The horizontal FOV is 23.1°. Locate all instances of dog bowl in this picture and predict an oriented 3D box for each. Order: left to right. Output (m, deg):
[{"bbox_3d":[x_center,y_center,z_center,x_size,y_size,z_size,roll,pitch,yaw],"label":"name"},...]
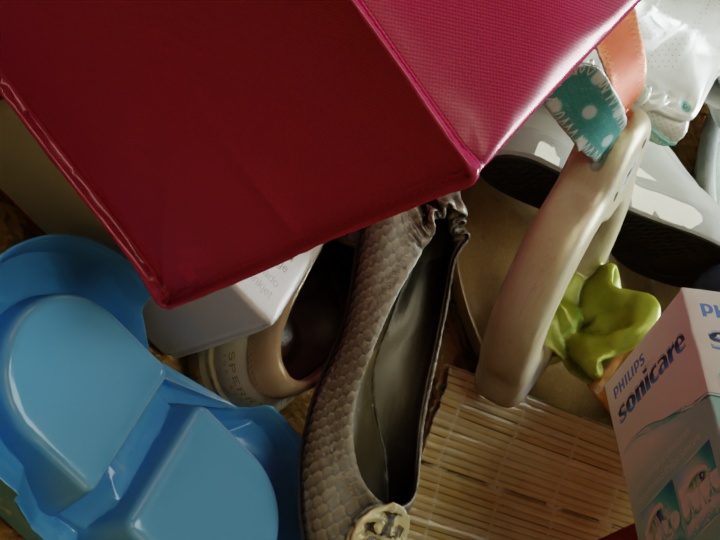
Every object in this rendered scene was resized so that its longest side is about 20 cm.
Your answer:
[{"bbox_3d":[-0.100,0.077,0.732,0.200,0.049,0.112,47,51,-22],"label":"dog bowl"}]

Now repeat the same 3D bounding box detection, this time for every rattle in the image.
[{"bbox_3d":[0.136,-0.008,0.816,0.143,0.201,0.130,39,36,26],"label":"rattle"}]

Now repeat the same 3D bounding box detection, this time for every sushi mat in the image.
[{"bbox_3d":[0.100,0.120,0.909,0.199,0.012,0.096,22,85,-36],"label":"sushi mat"}]

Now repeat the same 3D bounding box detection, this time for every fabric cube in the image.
[{"bbox_3d":[-0.022,-0.136,0.651,0.197,0.199,0.199,53,52,-14],"label":"fabric cube"}]

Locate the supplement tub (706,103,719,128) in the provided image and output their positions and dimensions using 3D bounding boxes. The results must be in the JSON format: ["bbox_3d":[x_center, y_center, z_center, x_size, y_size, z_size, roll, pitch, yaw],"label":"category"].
[{"bbox_3d":[0.237,-0.177,1.022,0.131,0.132,0.201,15,45,-39],"label":"supplement tub"}]

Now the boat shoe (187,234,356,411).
[{"bbox_3d":[0.000,0.000,0.835,0.071,0.064,0.200,53,48,-17],"label":"boat shoe"}]

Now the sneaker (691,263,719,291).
[{"bbox_3d":[0.250,0.047,0.988,0.200,0.074,0.083,43,61,-34],"label":"sneaker"}]

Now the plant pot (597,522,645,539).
[{"bbox_3d":[0.126,0.235,0.807,0.176,0.200,0.200,45,50,-6],"label":"plant pot"}]

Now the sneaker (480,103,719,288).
[{"bbox_3d":[0.151,-0.055,0.948,0.199,0.073,0.085,28,62,-32],"label":"sneaker"}]

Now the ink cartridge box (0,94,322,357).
[{"bbox_3d":[-0.064,-0.087,0.788,0.145,0.083,0.201,46,53,-22],"label":"ink cartridge box"}]

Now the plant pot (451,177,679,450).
[{"bbox_3d":[0.114,0.000,0.967,0.199,0.027,0.202,13,70,-40],"label":"plant pot"}]

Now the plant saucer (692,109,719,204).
[{"bbox_3d":[0.259,-0.024,1.091,0.199,0.050,0.202,15,68,-39],"label":"plant saucer"}]

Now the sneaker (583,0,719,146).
[{"bbox_3d":[0.130,-0.101,0.877,0.199,0.075,0.089,-15,86,-41],"label":"sneaker"}]

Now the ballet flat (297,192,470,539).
[{"bbox_3d":[0.015,0.044,0.768,0.067,0.046,0.201,26,71,-56],"label":"ballet flat"}]

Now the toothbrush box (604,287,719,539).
[{"bbox_3d":[0.202,0.117,0.756,0.145,0.085,0.201,7,51,-19],"label":"toothbrush box"}]
